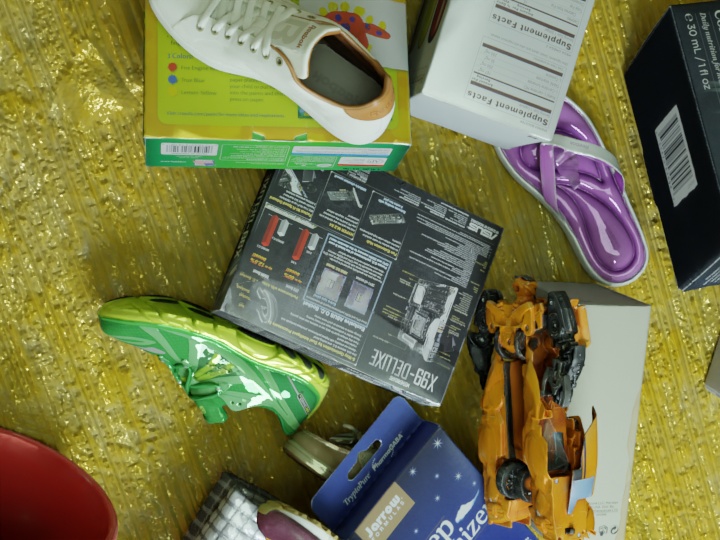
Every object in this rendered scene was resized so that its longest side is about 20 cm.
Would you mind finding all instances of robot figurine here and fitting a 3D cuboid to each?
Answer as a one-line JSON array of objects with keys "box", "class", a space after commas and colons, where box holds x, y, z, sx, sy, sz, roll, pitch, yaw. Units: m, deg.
[{"box": [0.137, 0.105, 0.970, 0.058, 0.145, 0.203, -1, 91, -28], "class": "robot figurine"}]

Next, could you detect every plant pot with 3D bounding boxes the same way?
[{"box": [-0.308, 0.242, 0.947, 0.198, 0.201, 0.179, 21, 104, -12], "class": "plant pot"}]

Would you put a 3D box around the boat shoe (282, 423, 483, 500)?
[{"box": [0.027, 0.170, 1.048, 0.199, 0.073, 0.063, 26, 87, -24], "class": "boat shoe"}]

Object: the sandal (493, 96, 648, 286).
[{"box": [0.185, -0.076, 1.037, 0.082, 0.050, 0.203, -39, 102, -3], "class": "sandal"}]

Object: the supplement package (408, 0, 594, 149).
[{"box": [0.112, -0.208, 0.957, 0.108, 0.114, 0.202, 18, 88, -11], "class": "supplement package"}]

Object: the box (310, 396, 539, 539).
[{"box": [0.059, 0.213, 1.010, 0.121, 0.032, 0.200, -48, 113, -17], "class": "box"}]

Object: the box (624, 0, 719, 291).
[{"box": [0.340, -0.106, 0.985, 0.194, 0.124, 0.202, -8, 73, -10], "class": "box"}]

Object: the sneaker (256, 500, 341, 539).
[{"box": [-0.025, 0.269, 0.970, 0.090, 0.075, 0.200, -47, 107, -15], "class": "sneaker"}]

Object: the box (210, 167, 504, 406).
[{"box": [0.000, 0.000, 0.998, 0.198, 0.050, 0.159, 23, 79, -13], "class": "box"}]

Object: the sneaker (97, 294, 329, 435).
[{"box": [-0.123, 0.079, 1.000, 0.198, 0.074, 0.084, 24, 94, -12], "class": "sneaker"}]

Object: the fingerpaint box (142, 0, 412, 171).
[{"box": [-0.066, -0.166, 0.942, 0.197, 0.073, 0.169, 0, 78, -10], "class": "fingerpaint box"}]

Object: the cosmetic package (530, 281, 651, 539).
[{"box": [0.181, 0.117, 1.042, 0.072, 0.103, 0.203, 3, 100, -17], "class": "cosmetic package"}]

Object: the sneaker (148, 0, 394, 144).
[{"box": [-0.058, -0.168, 0.863, 0.199, 0.085, 0.073, 30, 76, -1], "class": "sneaker"}]

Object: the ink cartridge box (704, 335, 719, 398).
[{"box": [0.426, 0.067, 1.086, 0.198, 0.086, 0.149, 14, 97, -10], "class": "ink cartridge box"}]

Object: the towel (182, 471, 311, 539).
[{"box": [-0.074, 0.286, 1.040, 0.199, 0.085, 0.167, 34, 85, -18], "class": "towel"}]
